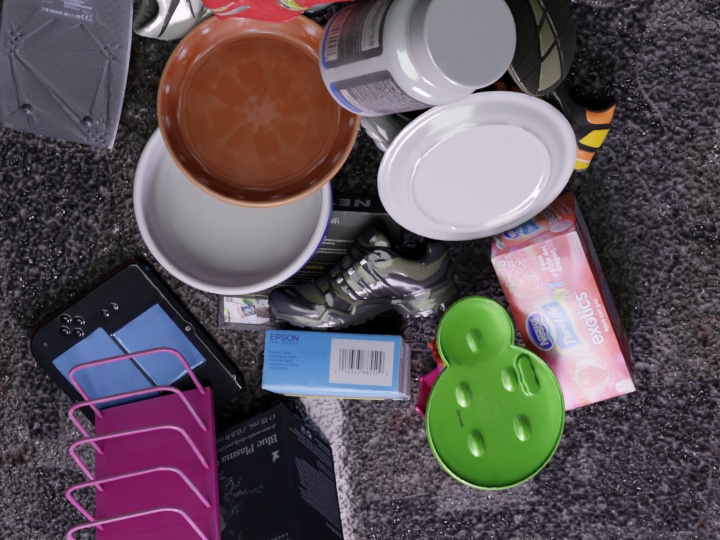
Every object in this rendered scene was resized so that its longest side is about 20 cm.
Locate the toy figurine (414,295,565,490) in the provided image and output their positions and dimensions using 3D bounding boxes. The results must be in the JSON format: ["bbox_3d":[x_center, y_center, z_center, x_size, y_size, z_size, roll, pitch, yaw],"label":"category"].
[{"bbox_3d":[0.108,0.115,1.715,0.149,0.184,0.201,-18,99,-12],"label":"toy figurine"}]

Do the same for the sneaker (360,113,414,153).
[{"bbox_3d":[0.085,-0.131,1.658,0.199,0.075,0.082,29,102,-16],"label":"sneaker"}]

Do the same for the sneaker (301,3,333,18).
[{"bbox_3d":[-0.010,-0.311,1.558,0.070,0.082,0.200,41,114,-15],"label":"sneaker"}]

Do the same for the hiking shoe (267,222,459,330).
[{"bbox_3d":[0.000,0.000,1.671,0.198,0.076,0.101,-8,106,-6],"label":"hiking shoe"}]

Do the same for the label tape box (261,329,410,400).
[{"bbox_3d":[-0.020,0.104,1.737,0.142,0.200,0.067,2,85,6],"label":"label tape box"}]

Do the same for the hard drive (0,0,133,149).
[{"bbox_3d":[-0.297,-0.232,1.650,0.134,0.042,0.201,11,117,0],"label":"hard drive"}]

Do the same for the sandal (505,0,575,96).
[{"bbox_3d":[0.135,-0.259,1.512,0.079,0.057,0.202,-31,96,-12],"label":"sandal"}]

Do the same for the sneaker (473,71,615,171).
[{"bbox_3d":[0.161,-0.180,1.621,0.199,0.070,0.090,26,111,-13],"label":"sneaker"}]

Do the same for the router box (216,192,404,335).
[{"bbox_3d":[-0.054,-0.008,1.734,0.198,0.051,0.150,4,115,3],"label":"router box"}]

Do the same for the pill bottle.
[{"bbox_3d":[0.051,-0.205,1.492,0.113,0.200,0.115,0,91,-27],"label":"pill bottle"}]

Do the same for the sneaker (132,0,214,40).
[{"bbox_3d":[-0.188,-0.316,1.563,0.088,0.074,0.201,-13,119,-28],"label":"sneaker"}]

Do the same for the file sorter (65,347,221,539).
[{"bbox_3d":[-0.237,0.201,1.726,0.138,0.201,0.126,-13,146,9],"label":"file sorter"}]

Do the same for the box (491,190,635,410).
[{"bbox_3d":[0.213,0.033,1.702,0.094,0.103,0.201,-17,115,14],"label":"box"}]

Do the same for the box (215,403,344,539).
[{"bbox_3d":[-0.130,0.286,1.793,0.196,0.201,0.117,-26,137,17],"label":"box"}]

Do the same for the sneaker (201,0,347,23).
[{"bbox_3d":[-0.061,-0.274,1.539,0.199,0.078,0.085,1,153,20],"label":"sneaker"}]

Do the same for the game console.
[{"bbox_3d":[-0.254,0.104,1.823,0.176,0.031,0.200,-32,110,20],"label":"game console"}]

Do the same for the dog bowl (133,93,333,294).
[{"bbox_3d":[-0.127,-0.077,1.647,0.198,0.079,0.202,0,90,3],"label":"dog bowl"}]

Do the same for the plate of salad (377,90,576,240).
[{"bbox_3d":[0.113,-0.106,1.587,0.198,0.048,0.201,-7,139,-6],"label":"plate of salad"}]

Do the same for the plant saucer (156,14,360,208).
[{"bbox_3d":[-0.099,-0.159,1.588,0.199,0.032,0.202,0,81,-2],"label":"plant saucer"}]
